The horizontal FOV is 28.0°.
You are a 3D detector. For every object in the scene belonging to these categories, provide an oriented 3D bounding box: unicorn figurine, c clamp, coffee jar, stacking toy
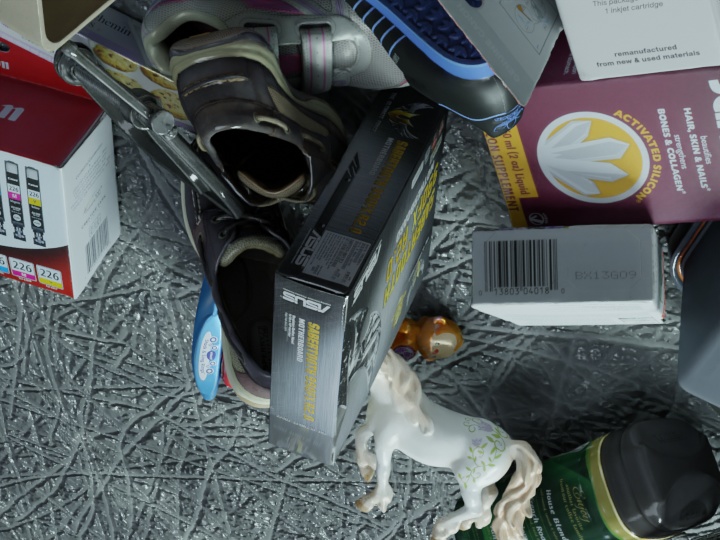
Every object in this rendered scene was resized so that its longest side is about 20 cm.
[{"bbox_3d":[0.040,0.125,1.056,0.199,0.074,0.138,14,122,-7],"label":"unicorn figurine"},{"bbox_3d":[-0.140,-0.100,0.901,0.171,0.027,0.200,44,174,-29],"label":"c clamp"},{"bbox_3d":[0.171,0.179,1.095,0.200,0.104,0.086,-32,69,42],"label":"coffee jar"},{"bbox_3d":[-0.022,0.042,1.074,0.199,0.110,0.117,9,130,-4],"label":"stacking toy"}]

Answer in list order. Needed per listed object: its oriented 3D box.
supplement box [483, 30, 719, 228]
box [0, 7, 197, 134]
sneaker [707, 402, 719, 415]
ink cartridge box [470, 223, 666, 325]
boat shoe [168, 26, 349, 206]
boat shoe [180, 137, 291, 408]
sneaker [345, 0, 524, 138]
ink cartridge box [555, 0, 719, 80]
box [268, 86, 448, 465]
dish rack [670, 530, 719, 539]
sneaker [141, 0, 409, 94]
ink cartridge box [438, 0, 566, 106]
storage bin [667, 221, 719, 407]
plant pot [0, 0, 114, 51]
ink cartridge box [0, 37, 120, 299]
[{"bbox_3d":[0.179,-0.094,0.849,0.199,0.086,0.111,-3,130,26],"label":"supplement box"},{"bbox_3d":[-0.155,-0.143,0.987,0.199,0.039,0.042,27,137,-2],"label":"box"},{"bbox_3d":[0.304,0.119,1.009,0.199,0.076,0.091,34,145,-4],"label":"sneaker"},{"bbox_3d":[0.141,0.006,0.935,0.108,0.051,0.200,-1,175,15],"label":"ink cartridge box"},{"bbox_3d":[-0.059,-0.073,0.877,0.074,0.074,0.200,-14,158,19],"label":"boat shoe"},{"bbox_3d":[-0.076,-0.009,0.981,0.071,0.201,0.065,-7,163,-16],"label":"boat shoe"},{"bbox_3d":[0.026,-0.154,0.825,0.200,0.070,0.078,54,171,34],"label":"sneaker"},{"bbox_3d":[0.136,-0.219,0.708,0.084,0.146,0.201,-3,129,28],"label":"ink cartridge box"},{"bbox_3d":[0.000,0.000,0.935,0.048,0.200,0.159,16,135,12],"label":"box"},{"bbox_3d":[0.238,0.228,1.083,0.200,0.153,0.055,-35,71,50],"label":"dish rack"},{"bbox_3d":[-0.050,-0.140,0.907,0.199,0.088,0.082,8,134,17],"label":"sneaker"},{"bbox_3d":[0.050,-0.189,0.733,0.050,0.200,0.162,-22,119,42],"label":"ink cartridge box"},{"bbox_3d":[0.283,0.044,0.893,0.199,0.135,0.146,27,133,0],"label":"storage bin"},{"bbox_3d":[-0.190,-0.275,0.780,0.176,0.200,0.201,23,137,17],"label":"plant pot"},{"bbox_3d":[-0.287,-0.092,1.062,0.199,0.084,0.176,15,135,11],"label":"ink cartridge box"}]
